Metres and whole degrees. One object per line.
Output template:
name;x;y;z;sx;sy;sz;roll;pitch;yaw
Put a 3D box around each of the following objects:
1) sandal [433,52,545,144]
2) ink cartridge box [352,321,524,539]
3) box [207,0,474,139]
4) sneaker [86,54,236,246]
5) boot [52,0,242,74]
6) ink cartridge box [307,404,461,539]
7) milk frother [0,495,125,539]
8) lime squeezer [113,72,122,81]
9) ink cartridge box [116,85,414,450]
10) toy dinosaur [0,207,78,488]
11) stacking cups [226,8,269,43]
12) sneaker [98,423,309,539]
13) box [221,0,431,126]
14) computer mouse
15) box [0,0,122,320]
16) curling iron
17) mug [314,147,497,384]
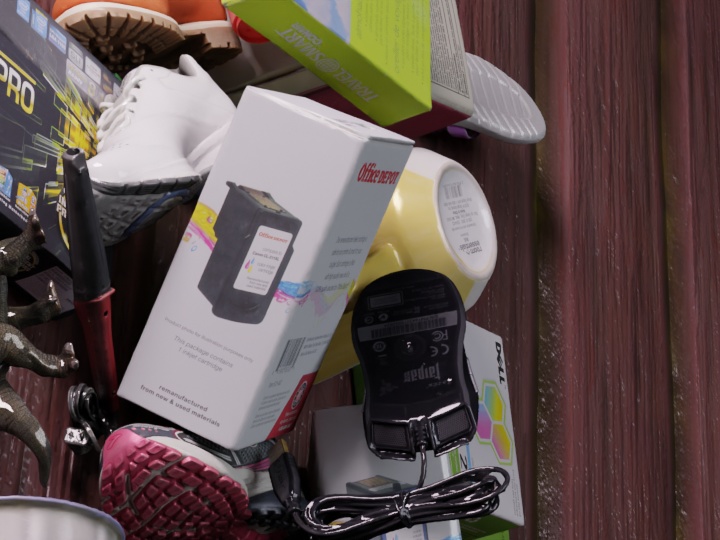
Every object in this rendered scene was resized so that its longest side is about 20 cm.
sandal;0.067;-0.134;2.006;0.202;0.050;0.083;10;50;-45
ink cartridge box;0.081;0.124;1.844;0.200;0.076;0.149;24;53;-53
box;-0.019;-0.172;1.802;0.200;0.109;0.128;17;60;-57
sneaker;-0.130;-0.074;1.514;0.087;0.074;0.200;56;23;-1
boot;-0.151;-0.181;1.619;0.200;0.075;0.108;-7;78;-70
ink cartridge box;0.019;0.196;1.617;0.145;0.087;0.201;101;-16;-71
milk frother;-0.161;0.200;1.236;0.180;0.199;0.189;28;50;-47
lime squeezer;-0.096;-0.083;1.670;0.200;0.038;0.071;6;95;-52
ink cartridge box;-0.054;-0.003;1.522;0.201;0.083;0.146;-67;169;6
toy dinosaur;-0.214;0.022;1.379;0.077;0.102;0.201;-138;-146;-73
stacking cups;-0.086;-0.242;1.698;0.060;0.060;0.201;35;29;-48
sneaker;-0.101;0.124;1.528;0.200;0.080;0.075;31;33;-61
box;-0.025;-0.191;1.640;0.200;0.048;0.122;35;46;-45
computer mouse;0.010;0.091;1.546;0.046;0.140;0.201;73;3;-48
box;-0.213;-0.088;1.467;0.200;0.049;0.162;44;36;-45
curling iron;-0.154;0.022;1.442;0.050;0.025;0.201;-70;163;-60
mug;0.005;0.001;1.698;0.150;0.153;0.187;49;36;-37
